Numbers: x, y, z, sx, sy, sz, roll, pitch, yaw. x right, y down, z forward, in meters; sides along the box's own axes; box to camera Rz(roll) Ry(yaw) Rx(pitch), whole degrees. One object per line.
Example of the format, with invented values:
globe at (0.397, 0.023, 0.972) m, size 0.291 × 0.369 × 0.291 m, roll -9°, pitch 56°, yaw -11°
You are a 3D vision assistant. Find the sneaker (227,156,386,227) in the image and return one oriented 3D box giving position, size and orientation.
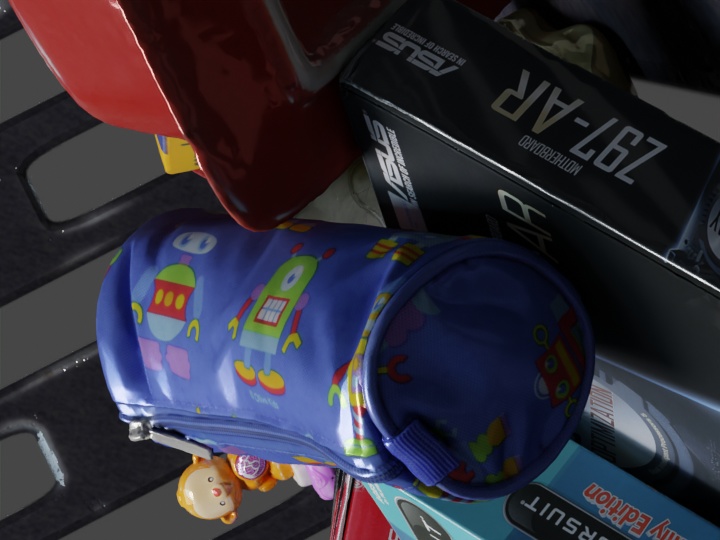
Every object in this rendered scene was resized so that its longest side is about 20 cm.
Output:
sneaker at (0.000, 0.000, 1.115) m, size 0.071 × 0.099 × 0.200 m, roll 54°, pitch 179°, yaw -16°

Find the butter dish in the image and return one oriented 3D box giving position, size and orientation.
butter dish at (-0.062, -0.133, 0.926) m, size 0.147 × 0.200 × 0.200 m, roll -7°, pitch 118°, yaw 39°

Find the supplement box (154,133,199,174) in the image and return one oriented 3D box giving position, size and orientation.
supplement box at (-0.044, -0.150, 1.072) m, size 0.109 × 0.109 × 0.201 m, roll 114°, pitch 142°, yaw -83°

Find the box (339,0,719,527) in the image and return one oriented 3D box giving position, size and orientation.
box at (0.083, 0.019, 0.911) m, size 0.160 × 0.044 × 0.200 m, roll 31°, pitch 157°, yaw 31°

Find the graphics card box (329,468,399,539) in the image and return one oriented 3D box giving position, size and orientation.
graphics card box at (0.021, 0.035, 1.273) m, size 0.200 × 0.051 × 0.126 m, roll -87°, pitch 6°, yaw -58°

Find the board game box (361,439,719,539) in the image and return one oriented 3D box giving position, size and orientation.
board game box at (0.101, 0.124, 0.955) m, size 0.200 × 0.047 × 0.151 m, roll 30°, pitch 162°, yaw 34°

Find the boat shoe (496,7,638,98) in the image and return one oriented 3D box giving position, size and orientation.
boat shoe at (0.055, -0.049, 1.061) m, size 0.073 × 0.063 × 0.201 m, roll 64°, pitch 175°, yaw -9°

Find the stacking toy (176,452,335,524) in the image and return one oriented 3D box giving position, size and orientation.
stacking toy at (-0.010, 0.080, 1.590) m, size 0.117 × 0.199 × 0.110 m, roll 65°, pitch 175°, yaw -15°

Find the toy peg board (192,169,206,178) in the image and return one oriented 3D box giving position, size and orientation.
toy peg board at (-0.077, -0.103, 1.285) m, size 0.198 × 0.098 × 0.200 m, roll 28°, pitch -169°, yaw -15°

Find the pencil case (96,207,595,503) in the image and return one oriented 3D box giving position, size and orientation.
pencil case at (-0.014, 0.026, 0.915) m, size 0.078 × 0.087 × 0.200 m, roll 41°, pitch 162°, yaw -27°
